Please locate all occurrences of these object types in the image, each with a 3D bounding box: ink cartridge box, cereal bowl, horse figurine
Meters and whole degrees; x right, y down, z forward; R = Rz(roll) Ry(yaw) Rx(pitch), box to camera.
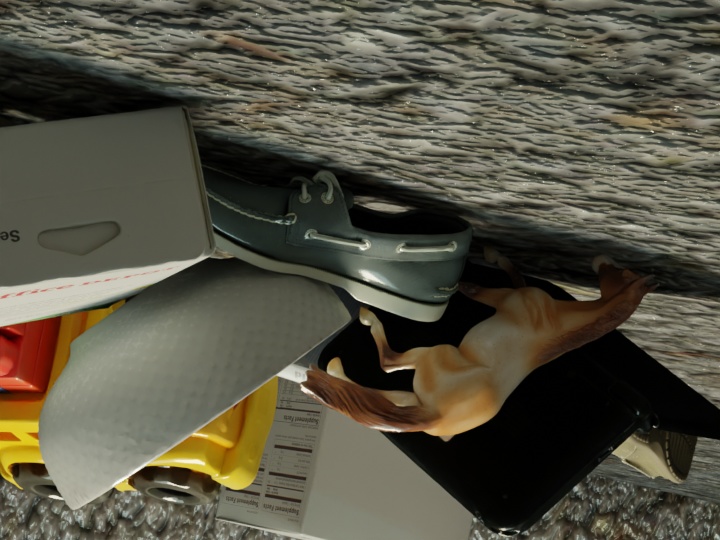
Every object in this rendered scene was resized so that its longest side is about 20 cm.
[{"bbox_3d":[-0.180,-0.021,1.305,0.145,0.088,0.200,-10,177,-23],"label":"ink cartridge box"},{"bbox_3d":[-0.108,0.051,1.419,0.083,0.200,0.200,55,170,-1],"label":"cereal bowl"},{"bbox_3d":[0.063,0.044,1.442,0.132,0.200,0.050,33,148,42],"label":"horse figurine"}]

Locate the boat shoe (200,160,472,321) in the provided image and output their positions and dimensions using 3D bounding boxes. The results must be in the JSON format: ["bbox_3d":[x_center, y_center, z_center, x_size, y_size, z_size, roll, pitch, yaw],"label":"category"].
[{"bbox_3d":[-0.025,-0.032,1.385,0.199,0.062,0.073,21,-157,-25],"label":"boat shoe"}]

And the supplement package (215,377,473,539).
[{"bbox_3d":[0.002,0.118,1.912,0.151,0.201,0.150,16,172,-29],"label":"supplement package"}]

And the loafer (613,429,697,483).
[{"bbox_3d":[0.252,0.139,2.218,0.068,0.076,0.200,10,164,30],"label":"loafer"}]

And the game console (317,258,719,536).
[{"bbox_3d":[0.105,0.080,1.515,0.200,0.176,0.117,39,165,41],"label":"game console"}]

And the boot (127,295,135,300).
[{"bbox_3d":[-0.228,-0.031,1.662,0.200,0.073,0.181,26,172,-42],"label":"boot"}]

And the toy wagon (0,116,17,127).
[{"bbox_3d":[-0.293,-0.092,1.384,0.199,0.040,0.155,9,173,20],"label":"toy wagon"}]

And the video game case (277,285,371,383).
[{"bbox_3d":[0.048,0.050,1.584,0.199,0.018,0.143,17,-145,13],"label":"video game case"}]

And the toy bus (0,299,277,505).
[{"bbox_3d":[-0.177,0.061,1.564,0.199,0.136,0.192,0,158,27],"label":"toy bus"}]
